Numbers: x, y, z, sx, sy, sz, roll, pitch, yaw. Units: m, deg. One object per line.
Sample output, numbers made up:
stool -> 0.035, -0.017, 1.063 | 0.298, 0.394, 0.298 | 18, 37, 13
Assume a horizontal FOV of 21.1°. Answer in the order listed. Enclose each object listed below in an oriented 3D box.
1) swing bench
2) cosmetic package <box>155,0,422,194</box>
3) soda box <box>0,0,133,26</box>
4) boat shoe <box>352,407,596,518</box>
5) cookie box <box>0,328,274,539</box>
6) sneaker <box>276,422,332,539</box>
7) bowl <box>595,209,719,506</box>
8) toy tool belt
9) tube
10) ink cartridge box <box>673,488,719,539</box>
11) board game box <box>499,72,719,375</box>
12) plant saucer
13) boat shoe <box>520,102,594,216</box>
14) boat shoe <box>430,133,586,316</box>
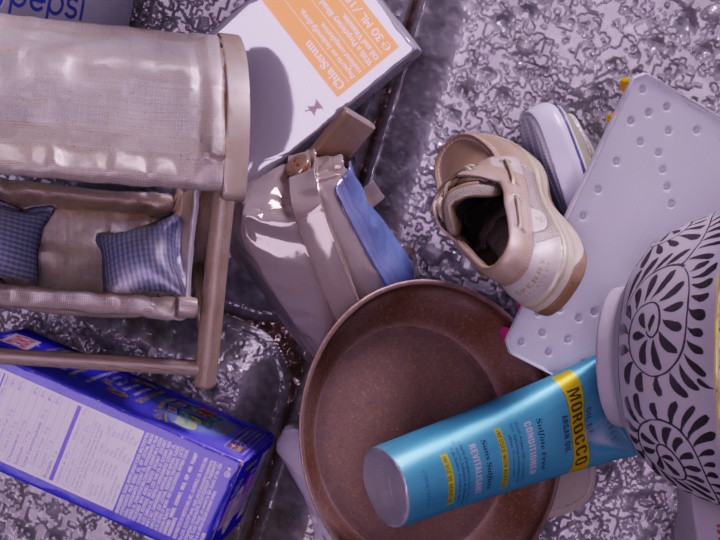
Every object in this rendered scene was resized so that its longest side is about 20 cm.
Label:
swing bench -> -0.178, -0.047, 1.203 | 0.197, 0.130, 0.201 | 4, 121, -12
cosmetic package -> -0.065, -0.126, 1.329 | 0.200, 0.071, 0.102 | -39, 90, 7
soda box -> -0.242, -0.183, 1.276 | 0.068, 0.199, 0.064 | 15, 96, 37
boat shoe -> 0.068, 0.128, 1.316 | 0.199, 0.059, 0.073 | 9, 83, -29
cookie box -> -0.170, 0.112, 1.305 | 0.199, 0.171, 0.076 | 23, 92, 4
sneaker -> -0.006, 0.199, 1.344 | 0.099, 0.078, 0.201 | -38, 89, 9
bowl -> 0.204, 0.053, 1.213 | 0.093, 0.200, 0.203 | 0, 94, 24
toy tool belt -> 0.000, 0.000, 1.304 | 0.123, 0.125, 0.201 | -37, 116, -9
tube -> 0.096, 0.108, 1.224 | 0.199, 0.050, 0.078 | -17, 112, -30
ink cartridge box -> 0.308, 0.213, 1.260 | 0.198, 0.148, 0.146 | 1, 118, 4
board game box -> 0.213, 0.000, 1.289 | 0.199, 0.026, 0.201 | 26, 90, -23
plant saucer -> 0.040, 0.108, 1.244 | 0.199, 0.037, 0.202 | 5, 81, -30
boat shoe -> 0.170, -0.026, 1.324 | 0.062, 0.072, 0.201 | -25, 101, -9
boat shoe -> 0.082, -0.043, 1.261 | 0.065, 0.200, 0.072 | 25, 110, -27
